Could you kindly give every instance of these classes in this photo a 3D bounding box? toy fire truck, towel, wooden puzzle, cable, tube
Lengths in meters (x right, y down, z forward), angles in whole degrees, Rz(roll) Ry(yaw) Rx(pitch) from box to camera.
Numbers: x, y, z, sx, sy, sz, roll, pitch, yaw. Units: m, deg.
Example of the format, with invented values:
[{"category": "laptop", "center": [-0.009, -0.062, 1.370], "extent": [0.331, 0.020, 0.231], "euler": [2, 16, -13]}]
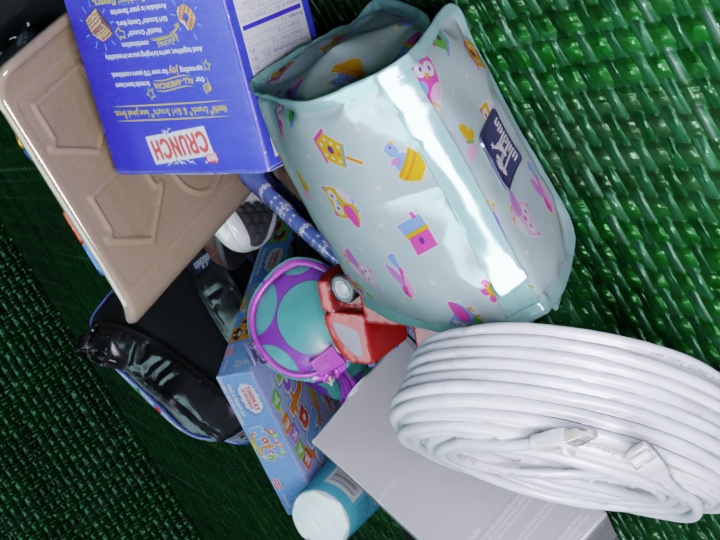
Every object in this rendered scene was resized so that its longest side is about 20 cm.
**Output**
[{"category": "toy fire truck", "center": [0.069, 0.063, 1.219], "extent": [0.198, 0.049, 0.143], "euler": [3, 114, 37]}, {"category": "towel", "center": [0.000, 0.000, 1.360], "extent": [0.200, 0.024, 0.145], "euler": [42, 180, 19]}, {"category": "wooden puzzle", "center": [-0.167, -0.091, 1.304], "extent": [0.046, 0.186, 0.201], "euler": [-10, 117, 35]}, {"category": "cable", "center": [0.114, 0.084, 1.022], "extent": [0.198, 0.070, 0.199], "euler": [3, 164, 38]}, {"category": "tube", "center": [0.011, 0.156, 1.518], "extent": [0.050, 0.200, 0.078], "euler": [-26, 98, 33]}]

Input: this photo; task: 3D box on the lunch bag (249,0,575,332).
[{"category": "lunch bag", "center": [0.034, -0.057, 1.061], "extent": [0.171, 0.121, 0.200], "euler": [61, 170, -16]}]

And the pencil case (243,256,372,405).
[{"category": "pencil case", "center": [-0.028, 0.049, 1.386], "extent": [0.200, 0.084, 0.093], "euler": [42, -151, -79]}]

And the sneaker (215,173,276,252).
[{"category": "sneaker", "center": [-0.134, -0.081, 1.462], "extent": [0.081, 0.075, 0.201], "euler": [-53, 56, 28]}]

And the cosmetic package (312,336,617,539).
[{"category": "cosmetic package", "center": [0.073, 0.152, 1.329], "extent": [0.200, 0.107, 0.090], "euler": [42, 177, 22]}]

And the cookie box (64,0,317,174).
[{"category": "cookie box", "center": [-0.112, -0.167, 1.195], "extent": [0.170, 0.075, 0.202], "euler": [3, 114, 47]}]

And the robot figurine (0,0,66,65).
[{"category": "robot figurine", "center": [-0.252, -0.239, 1.492], "extent": [0.125, 0.150, 0.199], "euler": [55, 138, -3]}]

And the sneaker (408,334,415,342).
[{"category": "sneaker", "center": [0.087, 0.139, 1.422], "extent": [0.201, 0.077, 0.085], "euler": [60, 174, 19]}]

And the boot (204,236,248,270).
[{"category": "boot", "center": [-0.192, -0.090, 1.600], "extent": [0.198, 0.069, 0.190], "euler": [2, 125, 35]}]

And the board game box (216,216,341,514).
[{"category": "board game box", "center": [-0.054, 0.074, 1.533], "extent": [0.201, 0.036, 0.152], "euler": [-74, -33, -49]}]

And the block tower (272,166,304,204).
[{"category": "block tower", "center": [-0.055, -0.107, 1.353], "extent": [0.200, 0.058, 0.054], "euler": [42, 161, 38]}]

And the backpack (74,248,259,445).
[{"category": "backpack", "center": [-0.125, 0.062, 1.686], "extent": [0.191, 0.200, 0.154], "euler": [49, -163, 28]}]

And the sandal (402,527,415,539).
[{"category": "sandal", "center": [0.054, 0.151, 1.486], "extent": [0.045, 0.074, 0.202], "euler": [-48, 48, 43]}]
